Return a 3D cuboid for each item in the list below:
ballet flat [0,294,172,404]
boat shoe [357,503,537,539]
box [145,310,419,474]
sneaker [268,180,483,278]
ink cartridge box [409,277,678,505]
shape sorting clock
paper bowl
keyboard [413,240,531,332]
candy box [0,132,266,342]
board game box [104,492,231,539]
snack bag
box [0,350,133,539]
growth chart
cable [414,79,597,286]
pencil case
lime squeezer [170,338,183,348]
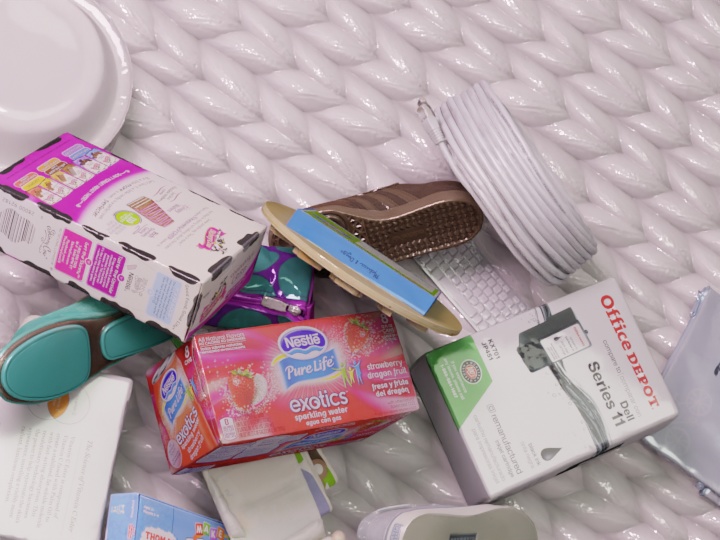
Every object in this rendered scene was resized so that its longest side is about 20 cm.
[{"bbox_3d":[-0.233,0.056,1.427,0.200,0.070,0.068,-23,120,-44],"label":"ballet flat"},{"bbox_3d":[0.077,0.232,1.539,0.201,0.071,0.070,13,87,-47],"label":"boat shoe"},{"bbox_3d":[-0.065,0.101,1.473,0.200,0.100,0.096,-7,74,-34],"label":"box"},{"bbox_3d":[0.014,-0.042,1.634,0.199,0.076,0.071,-7,112,0],"label":"sneaker"},{"bbox_3d":[0.167,0.111,1.602,0.200,0.083,0.147,-22,79,-15],"label":"ink cartridge box"},{"bbox_3d":[0.000,0.000,1.501,0.200,0.200,0.039,33,94,-4],"label":"shape sorting clock"},{"bbox_3d":[-0.302,-0.171,1.558,0.200,0.104,0.201,5,73,-15],"label":"paper bowl"},{"bbox_3d":[0.129,0.040,1.664,0.056,0.011,0.200,-39,86,-23],"label":"keyboard"},{"bbox_3d":[-0.195,-0.031,1.448,0.200,0.061,0.136,25,28,11],"label":"candy box"},{"bbox_3d":[-0.157,0.297,1.439,0.151,0.037,0.201,31,59,-51],"label":"board game box"},{"bbox_3d":[0.370,0.141,1.696,0.200,0.021,0.189,34,66,-4],"label":"snack bag"},{"bbox_3d":[-0.304,0.152,1.451,0.199,0.106,0.153,14,69,-11],"label":"box"},{"bbox_3d":[-0.083,0.164,1.507,0.144,0.018,0.201,-13,78,-35],"label":"growth chart"},{"bbox_3d":[0.142,-0.080,1.609,0.069,0.200,0.200,-36,75,9],"label":"cable"},{"bbox_3d":[-0.136,0.011,1.554,0.199,0.092,0.085,7,104,-12],"label":"pencil case"},{"bbox_3d":[-0.089,0.107,1.552,0.199,0.038,0.071,18,92,-22],"label":"lime squeezer"}]
